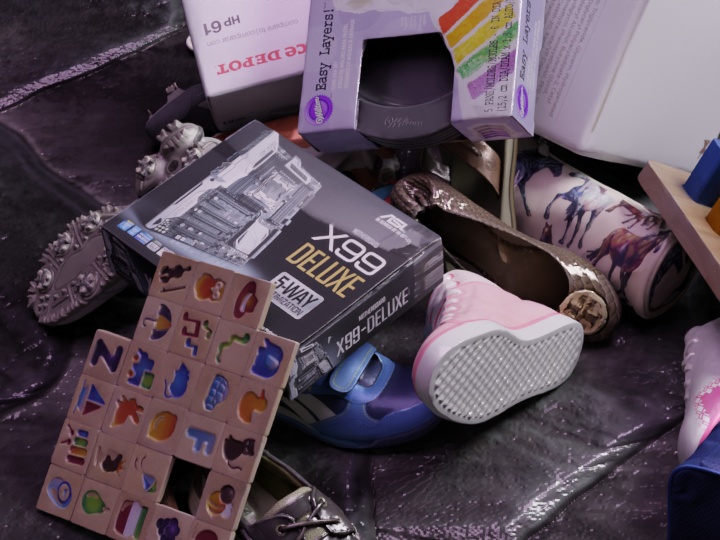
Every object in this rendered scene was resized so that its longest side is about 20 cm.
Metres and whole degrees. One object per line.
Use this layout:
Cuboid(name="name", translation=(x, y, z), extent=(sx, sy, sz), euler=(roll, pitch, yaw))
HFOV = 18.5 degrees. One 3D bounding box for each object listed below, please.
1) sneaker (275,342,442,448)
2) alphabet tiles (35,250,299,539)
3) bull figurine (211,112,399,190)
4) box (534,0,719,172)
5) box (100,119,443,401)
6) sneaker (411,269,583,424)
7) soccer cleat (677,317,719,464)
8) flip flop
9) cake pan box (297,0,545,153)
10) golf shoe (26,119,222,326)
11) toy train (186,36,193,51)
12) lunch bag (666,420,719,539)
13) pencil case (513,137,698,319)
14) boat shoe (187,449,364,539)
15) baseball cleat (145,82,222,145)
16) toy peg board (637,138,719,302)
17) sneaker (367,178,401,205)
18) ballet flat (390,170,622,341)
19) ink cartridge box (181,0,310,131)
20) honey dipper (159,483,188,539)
Cuboid(name="sneaker", translation=(-0.032, 0.069, 1.604), extent=(0.199, 0.083, 0.074), euler=(14, 40, 17))
Cuboid(name="alphabet tiles", translation=(-0.129, 0.092, 1.519), extent=(0.167, 0.008, 0.201), euler=(16, 84, 33))
Cuboid(name="bull figurine", translation=(-0.060, -0.082, 1.792), extent=(0.199, 0.065, 0.122), euler=(-21, 50, -2))
Cuboid(name="box", translation=(0.200, -0.201, 1.780), extent=(0.171, 0.201, 0.199), euler=(31, 14, 34))
Cuboid(name="box", translation=(-0.063, -0.012, 1.593), extent=(0.157, 0.050, 0.200), euler=(-36, 52, -27))
Cuboid(name="sneaker", translation=(0.071, 0.052, 1.589), extent=(0.104, 0.076, 0.200), euler=(26, 19, 29))
Cuboid(name="soccer cleat", translation=(0.258, 0.083, 1.584), extent=(0.086, 0.070, 0.200), euler=(20, 37, 26))
Cuboid(name="flip flop", translation=(0.076, -0.080, 1.711), extent=(0.081, 0.201, 0.057), euler=(-6, -6, 42))
Cuboid(name="cake pan box", translation=(0.048, -0.187, 1.697), extent=(0.183, 0.052, 0.201), euler=(-2, 72, 28))
Cuboid(name="golf shoe", translation=(-0.166, -0.018, 1.711), extent=(0.200, 0.097, 0.078), euler=(-41, 50, 9))
Cuboid(name="toy train", translation=(-0.058, -0.208, 1.970), extent=(0.200, 0.056, 0.150), euler=(31, 49, 34))
Cuboid(name="lunch bag", translation=(0.311, 0.160, 1.426), extent=(0.199, 0.136, 0.132), euler=(22, 45, 27))
Cuboid(name="pencil case", translation=(0.176, -0.037, 1.715), extent=(0.200, 0.090, 0.078), euler=(31, 21, 36))
Cuboid(name="boat shoe", translation=(-0.047, 0.175, 1.484), extent=(0.072, 0.066, 0.201), euler=(-30, 46, -30))
Cuboid(name="baseball cleat", translation=(-0.081, -0.130, 1.864), extent=(0.199, 0.070, 0.107), euler=(-24, 77, 7))
Cuboid(name="toy peg board", translation=(0.340, -0.027, 1.619), extent=(0.199, 0.098, 0.200), euler=(16, 30, -30))
Cuboid(name="sneaker", translation=(0.000, 0.000, 1.712), extent=(0.199, 0.079, 0.096), euler=(-24, 73, -37))
Cuboid(name="ballet flat", translation=(0.107, -0.009, 1.664), extent=(0.200, 0.068, 0.046), euler=(35, 19, 5))
Cuboid(name="ink cartridge box", translation=(-0.076, -0.232, 1.817), extent=(0.144, 0.085, 0.201), euler=(-15, 74, -1))
Cuboid(name="honey dipper", translation=(-0.150, 0.136, 1.567), extent=(0.038, 0.038, 0.200), euler=(-13, 43, -12))
